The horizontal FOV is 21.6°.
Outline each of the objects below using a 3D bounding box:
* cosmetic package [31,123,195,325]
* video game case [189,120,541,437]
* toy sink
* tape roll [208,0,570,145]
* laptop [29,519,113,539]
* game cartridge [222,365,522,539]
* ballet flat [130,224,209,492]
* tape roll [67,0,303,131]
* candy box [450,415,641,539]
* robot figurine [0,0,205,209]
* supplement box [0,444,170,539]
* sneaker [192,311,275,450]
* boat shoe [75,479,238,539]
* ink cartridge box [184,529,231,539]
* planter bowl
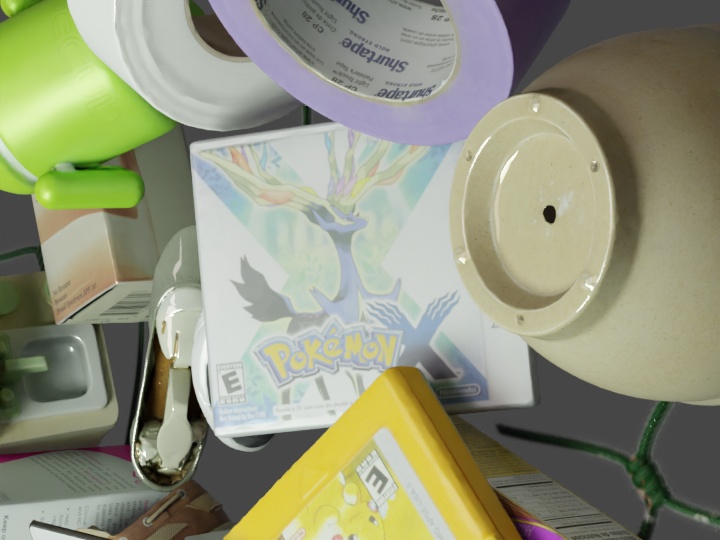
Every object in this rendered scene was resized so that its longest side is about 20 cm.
[{"bbox_3d":[-0.186,-0.069,1.400,0.103,0.087,0.200,-32,66,49],"label":"cosmetic package"},{"bbox_3d":[0.000,0.000,1.126,0.200,0.022,0.182,-7,84,17],"label":"video game case"},{"bbox_3d":[-0.254,0.077,1.440,0.200,0.112,0.130,127,131,-63],"label":"toy sink"},{"bbox_3d":[0.013,-0.169,1.048,0.200,0.200,0.085,-16,34,51],"label":"tape roll"},{"bbox_3d":[-0.147,0.280,1.158,0.187,0.116,0.200,6,121,38],"label":"laptop"},{"bbox_3d":[0.018,0.185,1.069,0.176,0.032,0.200,-48,56,28],"label":"game cartridge"},{"bbox_3d":[-0.121,0.067,1.332,0.064,0.067,0.200,-99,20,-65],"label":"ballet flat"},{"bbox_3d":[-0.080,-0.190,1.167,0.071,0.202,0.202,42,123,43],"label":"tape roll"},{"bbox_3d":[0.069,0.167,1.102,0.200,0.056,0.117,33,116,48],"label":"candy box"},{"bbox_3d":[-0.198,-0.126,1.285,0.200,0.116,0.176,-24,66,20],"label":"robot figurine"},{"bbox_3d":[-0.231,0.193,1.375,0.101,0.200,0.103,23,110,51],"label":"supplement box"},{"bbox_3d":[-0.045,0.030,1.216,0.114,0.075,0.200,22,106,53],"label":"sneaker"},{"bbox_3d":[-0.179,0.214,1.316,0.072,0.200,0.076,57,159,12],"label":"boat shoe"},{"bbox_3d":[-0.036,0.264,1.215,0.200,0.084,0.146,18,105,51],"label":"ink cartridge box"},{"bbox_3d":[0.130,-0.029,0.954,0.200,0.135,0.200,0,90,53],"label":"planter bowl"}]
